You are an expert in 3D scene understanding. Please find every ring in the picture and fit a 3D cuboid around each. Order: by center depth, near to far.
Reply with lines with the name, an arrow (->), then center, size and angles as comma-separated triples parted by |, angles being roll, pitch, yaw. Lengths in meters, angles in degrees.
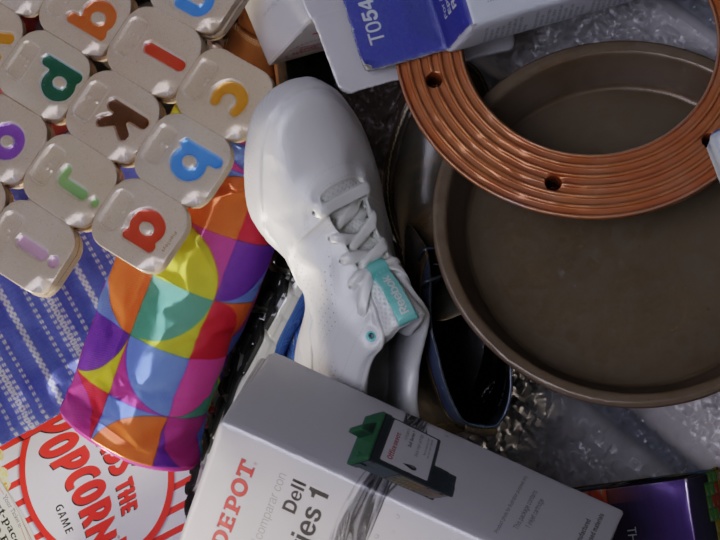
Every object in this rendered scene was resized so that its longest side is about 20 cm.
ring -> 0.117, -0.116, 1.408 | 0.200, 0.019, 0.201 | -1, 68, 2

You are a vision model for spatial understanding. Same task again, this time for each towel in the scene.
towel -> -0.178, 0.013, 1.500 | 0.200, 0.024, 0.145 | -28, 112, -2

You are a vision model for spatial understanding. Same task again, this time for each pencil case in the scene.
pencil case -> -0.090, 0.006, 1.462 | 0.088, 0.088, 0.200 | 30, 104, 23

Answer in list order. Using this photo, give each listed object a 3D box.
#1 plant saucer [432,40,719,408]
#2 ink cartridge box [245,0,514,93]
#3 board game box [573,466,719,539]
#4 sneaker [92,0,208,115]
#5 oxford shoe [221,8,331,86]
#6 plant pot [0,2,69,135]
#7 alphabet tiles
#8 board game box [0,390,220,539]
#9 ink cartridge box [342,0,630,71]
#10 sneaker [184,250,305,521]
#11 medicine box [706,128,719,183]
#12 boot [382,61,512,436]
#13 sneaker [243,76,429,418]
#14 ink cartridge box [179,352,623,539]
plant saucer -> 0.136, -0.022, 1.395 | 0.200, 0.029, 0.200 | 0, 69, 0
ink cartridge box -> -0.011, -0.184, 1.459 | 0.068, 0.115, 0.200 | -40, 70, 61
board game box -> 0.120, 0.213, 1.444 | 0.165, 0.057, 0.200 | -11, 87, 28
sneaker -> -0.131, -0.176, 1.518 | 0.074, 0.079, 0.200 | -12, 70, -10
oxford shoe -> -0.055, -0.124, 1.518 | 0.071, 0.071, 0.200 | -7, 90, 31
plant pot -> -0.239, -0.084, 1.553 | 0.177, 0.200, 0.200 | -32, 77, 14
alphabet tiles -> -0.145, -0.090, 1.431 | 0.196, 0.015, 0.200 | 30, 85, 25
board game box -> -0.162, 0.126, 1.590 | 0.200, 0.046, 0.152 | -29, 79, 24
ink cartridge box -> 0.070, -0.220, 1.405 | 0.200, 0.043, 0.196 | -16, 78, -6
sneaker -> -0.027, 0.061, 1.495 | 0.089, 0.079, 0.200 | 18, 100, -14
medicine box -> 0.293, -0.053, 1.277 | 0.200, 0.182, 0.103 | -24, 81, 25
boot -> 0.057, -0.009, 1.438 | 0.075, 0.097, 0.200 | -2, 100, -17
sneaker -> 0.000, 0.000, 1.394 | 0.088, 0.075, 0.200 | 23, 130, 58
ink cartridge box -> 0.009, 0.152, 1.376 | 0.200, 0.084, 0.146 | 23, 119, 7
